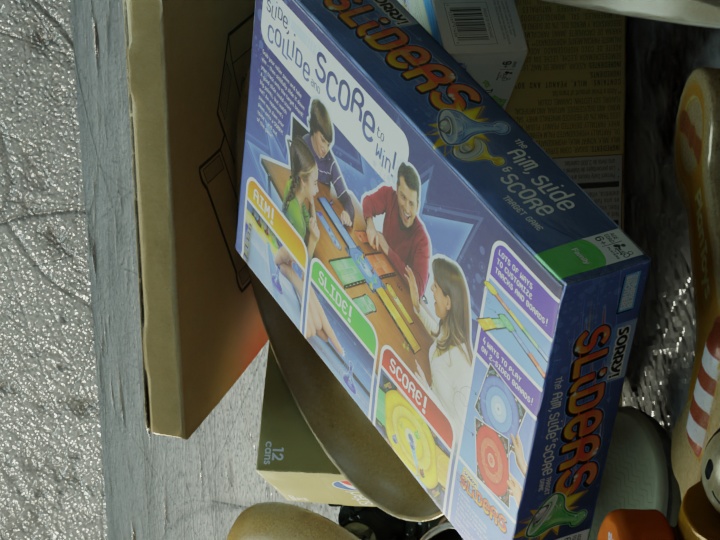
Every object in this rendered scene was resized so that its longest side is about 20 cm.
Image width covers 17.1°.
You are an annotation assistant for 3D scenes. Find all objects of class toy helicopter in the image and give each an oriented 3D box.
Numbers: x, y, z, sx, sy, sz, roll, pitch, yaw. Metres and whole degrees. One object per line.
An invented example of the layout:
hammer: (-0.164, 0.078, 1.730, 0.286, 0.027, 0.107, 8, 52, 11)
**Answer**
toy helicopter: (0.118, 0.019, 0.734, 0.132, 0.079, 0.200, 101, 169, -59)

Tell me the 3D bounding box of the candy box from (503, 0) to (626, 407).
candy box: (0.066, -0.051, 0.980, 0.115, 0.055, 0.200, -136, 44, -72)

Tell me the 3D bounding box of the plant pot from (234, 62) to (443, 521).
plant pot: (0.007, -0.002, 0.931, 0.200, 0.027, 0.200, 42, 140, 50)

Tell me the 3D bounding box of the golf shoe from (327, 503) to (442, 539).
golf shoe: (0.032, 0.141, 1.207, 0.088, 0.077, 0.200, -64, -21, -45)

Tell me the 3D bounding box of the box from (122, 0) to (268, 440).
box: (-0.057, -0.052, 1.022, 0.164, 0.021, 0.200, -51, -36, -60)

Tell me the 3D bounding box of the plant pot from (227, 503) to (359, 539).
plant pot: (-0.004, 0.206, 1.192, 0.200, 0.027, 0.200, 35, 146, 28)

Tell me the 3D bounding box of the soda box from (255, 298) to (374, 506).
soda box: (0.000, 0.000, 1.056, 0.068, 0.064, 0.200, 58, -144, -70)

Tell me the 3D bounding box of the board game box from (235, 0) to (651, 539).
board game box: (0.020, -0.006, 0.828, 0.200, 0.034, 0.136, 51, 145, 40)

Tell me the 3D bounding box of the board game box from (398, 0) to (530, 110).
board game box: (0.016, -0.126, 0.977, 0.135, 0.034, 0.200, 109, 153, -55)

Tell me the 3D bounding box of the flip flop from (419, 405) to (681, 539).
flip flop: (0.040, 0.127, 0.911, 0.058, 0.200, 0.081, 46, -172, -38)

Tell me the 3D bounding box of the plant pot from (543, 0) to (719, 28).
plant pot: (0.059, -0.192, 0.753, 0.187, 0.187, 0.200, -150, 71, -75)
